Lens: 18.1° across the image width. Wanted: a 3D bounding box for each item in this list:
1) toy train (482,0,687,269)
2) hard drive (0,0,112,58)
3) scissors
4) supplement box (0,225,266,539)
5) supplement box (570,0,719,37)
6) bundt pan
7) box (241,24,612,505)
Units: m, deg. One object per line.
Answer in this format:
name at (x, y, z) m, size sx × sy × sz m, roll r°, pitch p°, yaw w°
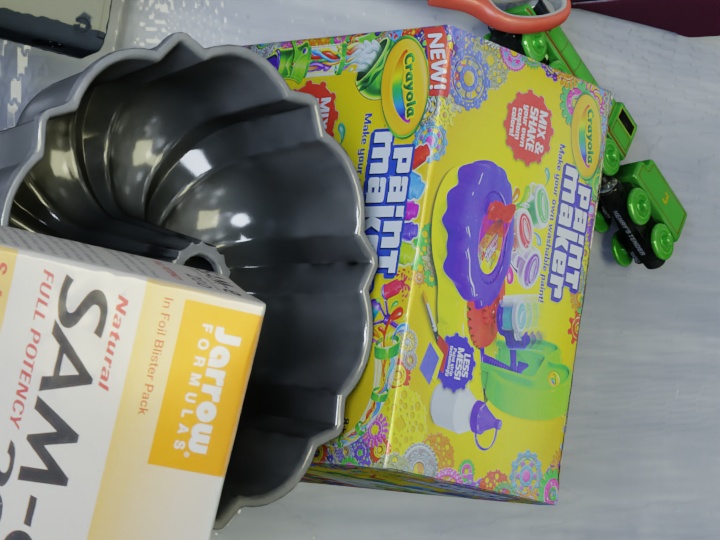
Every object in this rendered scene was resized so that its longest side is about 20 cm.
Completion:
toy train at (0.133, -0.082, 1.325) m, size 0.200 × 0.042 × 0.056 m, roll 54°, pitch 45°, yaw -30°
hard drive at (-0.195, -0.182, 0.966) m, size 0.200 × 0.033 × 0.140 m, roll 13°, pitch 80°, yaw -27°
scissors at (0.035, -0.150, 1.218) m, size 0.200 × 0.014 × 0.073 m, roll -14°, pitch 62°, yaw -44°
supplement box at (-0.147, 0.046, 0.807) m, size 0.200 × 0.074 × 0.126 m, roll 12°, pitch 94°, yaw -17°
supplement box at (0.199, -0.249, 1.345) m, size 0.131 × 0.103 × 0.200 m, roll 7°, pitch 86°, yaw -45°
bundt pan at (-0.089, 0.006, 0.941) m, size 0.202 × 0.076 × 0.202 m, roll 2°, pitch 87°, yaw -44°
box at (0.000, 0.000, 1.084) m, size 0.122 × 0.192 × 0.200 m, roll 17°, pitch 78°, yaw -44°
